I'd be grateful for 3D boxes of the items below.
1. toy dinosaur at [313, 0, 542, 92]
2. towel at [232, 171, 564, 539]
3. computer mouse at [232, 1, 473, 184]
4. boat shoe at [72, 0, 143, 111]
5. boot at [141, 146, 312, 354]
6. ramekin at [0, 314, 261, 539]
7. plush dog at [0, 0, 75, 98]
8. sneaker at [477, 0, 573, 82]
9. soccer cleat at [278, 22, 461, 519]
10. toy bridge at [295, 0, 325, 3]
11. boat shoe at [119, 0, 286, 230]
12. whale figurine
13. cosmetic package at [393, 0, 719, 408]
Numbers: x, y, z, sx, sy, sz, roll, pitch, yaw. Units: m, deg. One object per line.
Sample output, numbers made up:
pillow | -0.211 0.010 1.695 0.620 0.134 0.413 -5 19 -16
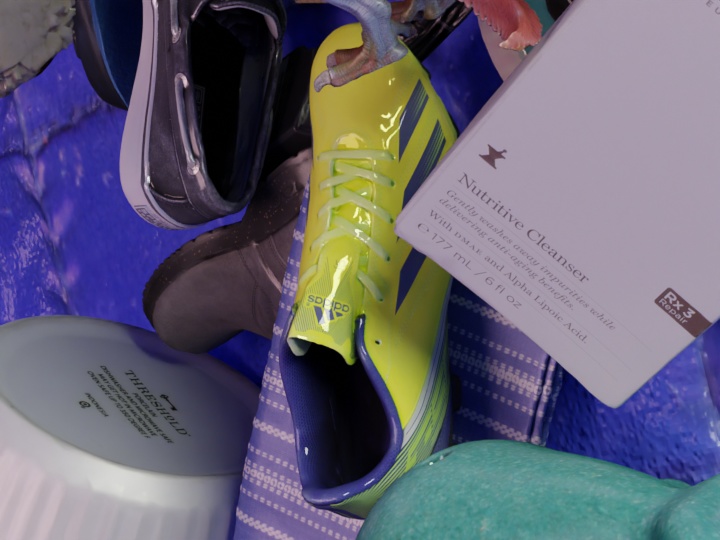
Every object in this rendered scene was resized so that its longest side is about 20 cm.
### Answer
toy dinosaur | -0.018 -0.168 0.821 0.199 0.105 0.182 -1 120 49
towel | 0.019 0.061 0.980 0.144 0.024 0.201 21 105 32
computer mouse | -0.001 -0.084 1.026 0.200 0.034 0.059 -30 40 51
boat shoe | -0.137 -0.177 1.151 0.069 0.084 0.201 16 110 57
boot | -0.028 0.035 1.067 0.200 0.070 0.132 -41 70 55
ramekin | -0.122 0.099 1.118 0.202 0.202 0.095 40 119 43
plush dog | -0.199 -0.203 1.063 0.172 0.160 0.201 45 115 53
sneaker | 0.067 -0.164 0.868 0.080 0.071 0.201 -23 89 55
soccer cleat | 0.001 0.000 0.923 0.064 0.084 0.201 -2 92 36
toy bridge | -0.014 -0.186 0.939 0.200 0.067 0.027 74 -158 -51
boat shoe | -0.063 -0.119 1.039 0.068 0.071 0.201 -9 70 51
whale figurine | 0.073 0.104 0.851 0.200 0.159 0.104 -30 89 49
cosmetic package | 0.110 -0.053 0.788 0.113 0.081 0.200 38 141 0
